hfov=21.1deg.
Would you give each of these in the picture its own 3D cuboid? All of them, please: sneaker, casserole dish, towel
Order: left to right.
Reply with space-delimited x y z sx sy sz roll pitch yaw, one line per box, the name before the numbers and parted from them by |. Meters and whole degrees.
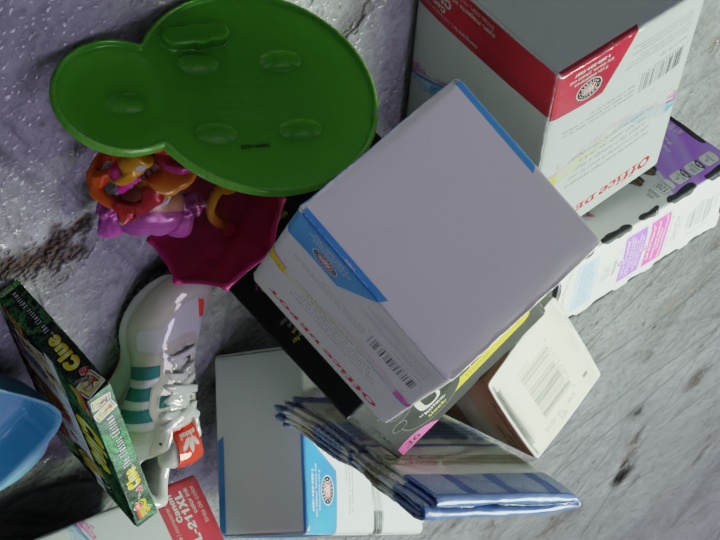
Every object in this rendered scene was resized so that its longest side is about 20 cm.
casserole dish | -0.280 0.106 1.259 0.121 0.039 0.200 -43 155 11
sneaker | -0.136 0.087 1.392 0.070 0.093 0.200 -15 142 -47
towel | 0.045 0.135 1.408 0.147 0.200 0.024 2 106 -37

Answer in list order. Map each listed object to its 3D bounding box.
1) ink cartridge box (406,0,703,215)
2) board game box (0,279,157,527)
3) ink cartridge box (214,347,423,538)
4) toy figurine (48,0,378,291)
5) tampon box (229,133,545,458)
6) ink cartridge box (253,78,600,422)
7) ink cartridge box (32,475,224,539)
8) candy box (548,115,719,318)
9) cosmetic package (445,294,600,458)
ink cartridge box | 0.133 -0.146 1.383 0.145 0.145 0.200 -33 152 -25
board game box | -0.190 0.094 1.310 0.023 0.105 0.200 -40 154 -18
ink cartridge box | -0.031 0.143 1.564 0.083 0.146 0.200 -8 169 27
toy figurine | -0.108 -0.057 1.207 0.199 0.151 0.184 -6 149 -22
tampon box | 0.000 0.000 1.340 0.150 0.200 0.126 -44 155 1
ink cartridge box | 0.031 -0.004 1.156 0.125 0.129 0.200 -41 179 -16
ink cartridge box | -0.219 0.238 1.450 0.200 0.083 0.146 -18 171 -44
candy box | 0.162 -0.065 1.510 0.200 0.168 0.072 -30 146 -32
cosmetic package | 0.068 0.051 1.458 0.087 0.200 0.103 -51 132 -16
